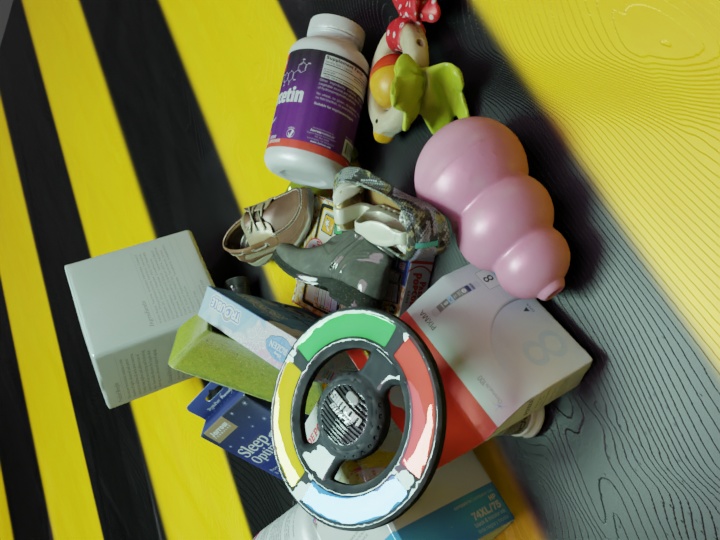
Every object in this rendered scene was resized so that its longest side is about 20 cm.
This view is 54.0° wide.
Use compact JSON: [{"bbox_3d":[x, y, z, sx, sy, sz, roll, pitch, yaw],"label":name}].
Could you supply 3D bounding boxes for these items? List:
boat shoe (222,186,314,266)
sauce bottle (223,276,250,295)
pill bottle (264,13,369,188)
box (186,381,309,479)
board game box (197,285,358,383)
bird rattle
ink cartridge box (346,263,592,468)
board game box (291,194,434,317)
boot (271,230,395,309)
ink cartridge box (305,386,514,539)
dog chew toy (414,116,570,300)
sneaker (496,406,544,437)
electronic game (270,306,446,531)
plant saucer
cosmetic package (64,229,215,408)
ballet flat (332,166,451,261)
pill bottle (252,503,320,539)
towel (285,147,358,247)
[{"bbox_3d":[-0.132,-0.059,0.987,0.199,0.070,0.078,-34,53,47],"label":"boat shoe"},{"bbox_3d":[-0.168,0.110,1.061,0.064,0.064,0.205,-29,70,40],"label":"sauce bottle"},{"bbox_3d":[-0.052,-0.217,0.911,0.111,0.111,0.206,5,80,44],"label":"pill bottle"},{"bbox_3d":[-0.127,0.213,0.938,0.121,0.198,0.033,-42,23,34],"label":"box"},{"bbox_3d":[-0.066,0.085,0.864,0.198,0.197,0.044,24,95,42],"label":"board game box"},{"bbox_3d":[0.045,-0.247,0.844,0.163,0.110,0.205,-41,57,54],"label":"bird rattle"},{"bbox_3d":[0.104,0.081,0.701,0.161,0.196,0.048,51,149,31],"label":"ink cartridge box"},{"bbox_3d":[0.000,0.000,0.909,0.198,0.046,0.156,24,105,43],"label":"board game box"},{"bbox_3d":[-0.020,-0.035,0.868,0.198,0.067,0.134,24,93,43],"label":"boot"},{"bbox_3d":[0.034,0.238,0.774,0.202,0.143,0.148,57,140,27],"label":"ink cartridge box"},{"bbox_3d":[0.141,-0.058,0.726,0.125,0.123,0.202,-46,67,33],"label":"dog chew toy"},{"bbox_3d":[0.107,0.107,0.769,0.200,0.086,0.075,44,118,37],"label":"sneaker"},{"bbox_3d":[-0.008,0.136,0.663,0.196,0.041,0.206,-10,73,33],"label":"electronic game"},{"bbox_3d":[-0.136,0.105,0.895,0.200,0.195,0.049,-145,77,-76],"label":"plant saucer"},{"bbox_3d":[-0.326,0.074,1.092,0.168,0.196,0.169,59,154,27],"label":"cosmetic package"},{"bbox_3d":[0.010,-0.063,0.752,0.199,0.071,0.074,30,109,47],"label":"ballet flat"},{"bbox_3d":[-0.055,0.351,0.903,0.200,0.112,0.115,-45,59,34],"label":"pill bottle"},{"bbox_3d":[-0.073,-0.113,1.008,0.087,0.018,0.202,54,124,33],"label":"towel"}]
